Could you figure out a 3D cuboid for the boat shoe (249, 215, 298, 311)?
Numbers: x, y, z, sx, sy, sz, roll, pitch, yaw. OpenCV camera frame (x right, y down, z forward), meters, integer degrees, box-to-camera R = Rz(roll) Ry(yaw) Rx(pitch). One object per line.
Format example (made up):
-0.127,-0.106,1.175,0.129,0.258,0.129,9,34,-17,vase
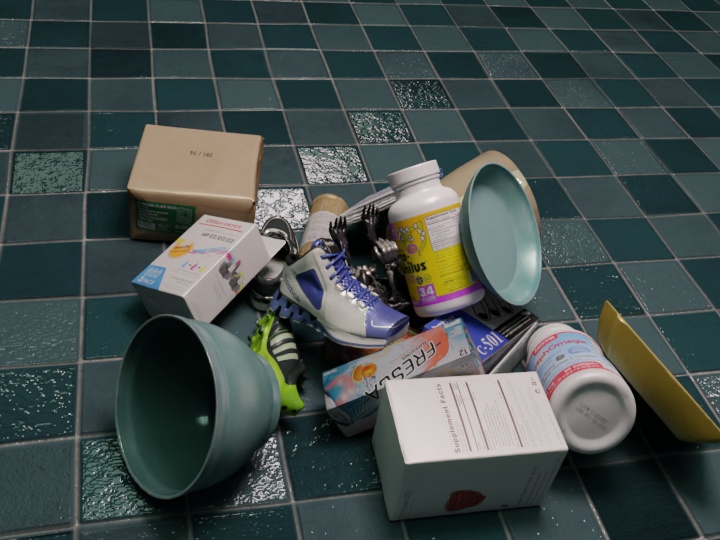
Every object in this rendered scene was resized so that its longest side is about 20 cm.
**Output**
-0.130,-0.027,1.280,0.074,0.061,0.202,3,41,-7,boat shoe

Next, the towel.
0.052,-0.122,1.351,0.145,0.024,0.200,-22,8,21,towel

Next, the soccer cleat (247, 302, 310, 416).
-0.109,0.118,1.125,0.080,0.068,0.201,31,27,-21,soccer cleat

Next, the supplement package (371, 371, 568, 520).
0.125,0.210,1.010,0.196,0.122,0.121,-2,44,-12,supplement package

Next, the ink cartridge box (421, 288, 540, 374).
0.169,0.088,1.181,0.093,0.045,0.199,33,31,23,ink cartridge box

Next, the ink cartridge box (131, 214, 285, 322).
-0.211,-0.013,1.192,0.114,0.069,0.200,11,46,36,ink cartridge box

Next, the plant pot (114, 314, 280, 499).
-0.178,0.155,0.983,0.133,0.202,0.200,5,32,-47,plant pot

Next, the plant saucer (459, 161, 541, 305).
0.191,-0.048,1.170,0.036,0.202,0.200,-13,25,38,plant saucer

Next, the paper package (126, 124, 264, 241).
-0.261,-0.137,1.349,0.196,0.105,0.192,5,40,-6,paper package

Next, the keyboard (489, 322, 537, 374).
0.192,0.141,1.152,0.011,0.057,0.199,32,46,20,keyboard

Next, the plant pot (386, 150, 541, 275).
0.147,-0.064,1.303,0.197,0.189,0.188,-22,48,-18,plant pot

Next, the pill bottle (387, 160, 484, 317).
0.099,-0.045,1.166,0.103,0.203,0.104,-17,3,1,pill bottle

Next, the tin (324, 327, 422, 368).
0.042,0.121,1.163,0.198,0.042,0.112,25,47,18,tin

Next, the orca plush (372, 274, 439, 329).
0.055,0.024,1.249,0.198,0.072,0.105,29,44,21,orca plush

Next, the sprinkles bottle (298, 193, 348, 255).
-0.061,-0.036,1.298,0.067,0.069,0.202,10,41,0,sprinkles bottle

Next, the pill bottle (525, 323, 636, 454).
0.277,0.143,1.093,0.107,0.111,0.200,6,17,-4,pill bottle

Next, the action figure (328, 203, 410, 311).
0.000,0.000,1.182,0.117,0.103,0.202,-14,51,2,action figure

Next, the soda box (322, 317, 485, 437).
0.054,0.136,1.056,0.197,0.069,0.064,-23,41,10,soda box

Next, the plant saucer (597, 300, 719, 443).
0.381,0.138,1.106,0.200,0.048,0.200,49,11,6,plant saucer

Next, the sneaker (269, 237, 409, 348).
-0.032,0.021,1.099,0.197,0.117,0.080,18,21,26,sneaker
